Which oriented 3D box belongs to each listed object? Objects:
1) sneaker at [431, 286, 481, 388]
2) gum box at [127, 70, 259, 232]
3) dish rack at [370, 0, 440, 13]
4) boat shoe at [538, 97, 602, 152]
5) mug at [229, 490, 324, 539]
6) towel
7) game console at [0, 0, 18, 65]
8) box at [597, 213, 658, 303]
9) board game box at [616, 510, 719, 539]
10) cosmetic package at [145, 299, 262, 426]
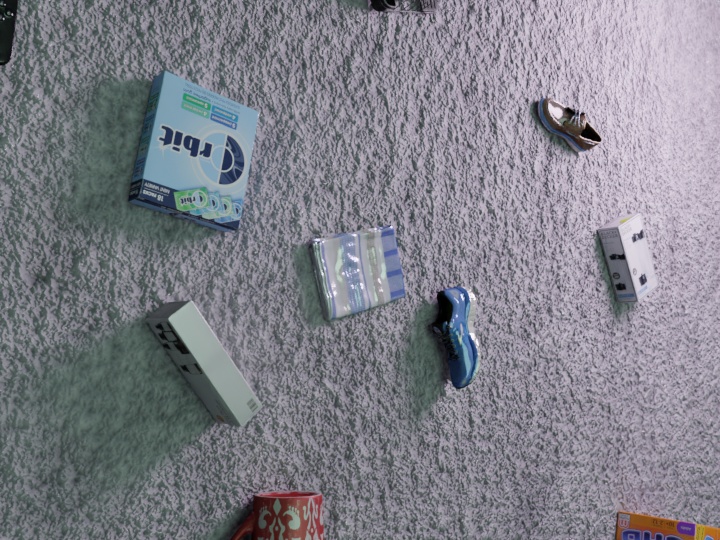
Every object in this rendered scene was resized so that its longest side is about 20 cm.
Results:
[{"bbox_3d":[0.178,0.131,1.482,0.089,0.078,0.201,3,75,-32],"label":"sneaker"},{"bbox_3d":[-0.253,-0.179,1.168,0.169,0.044,0.201,17,74,-38],"label":"gum box"},{"bbox_3d":[0.090,-0.580,1.487,0.199,0.054,0.154,-12,94,-40],"label":"dish rack"},{"bbox_3d":[0.500,-0.353,1.790,0.199,0.072,0.073,26,69,-35],"label":"boat shoe"},{"bbox_3d":[-0.128,0.446,1.154,0.177,0.133,0.201,10,76,-40],"label":"mug"},{"bbox_3d":[0.000,0.000,1.373,0.199,0.024,0.148,-13,95,-40],"label":"towel"},{"bbox_3d":[-0.512,-0.373,0.927,0.199,0.116,0.177,9,79,-38],"label":"game console"},{"bbox_3d":[0.677,-0.031,1.912,0.116,0.060,0.201,-25,101,-39],"label":"box"},{"bbox_3d":[0.747,0.700,1.802,0.199,0.199,0.201,22,71,-36],"label":"board game box"},{"bbox_3d":[-0.233,0.140,1.128,0.051,0.082,0.201,-41,111,-32],"label":"cosmetic package"}]
